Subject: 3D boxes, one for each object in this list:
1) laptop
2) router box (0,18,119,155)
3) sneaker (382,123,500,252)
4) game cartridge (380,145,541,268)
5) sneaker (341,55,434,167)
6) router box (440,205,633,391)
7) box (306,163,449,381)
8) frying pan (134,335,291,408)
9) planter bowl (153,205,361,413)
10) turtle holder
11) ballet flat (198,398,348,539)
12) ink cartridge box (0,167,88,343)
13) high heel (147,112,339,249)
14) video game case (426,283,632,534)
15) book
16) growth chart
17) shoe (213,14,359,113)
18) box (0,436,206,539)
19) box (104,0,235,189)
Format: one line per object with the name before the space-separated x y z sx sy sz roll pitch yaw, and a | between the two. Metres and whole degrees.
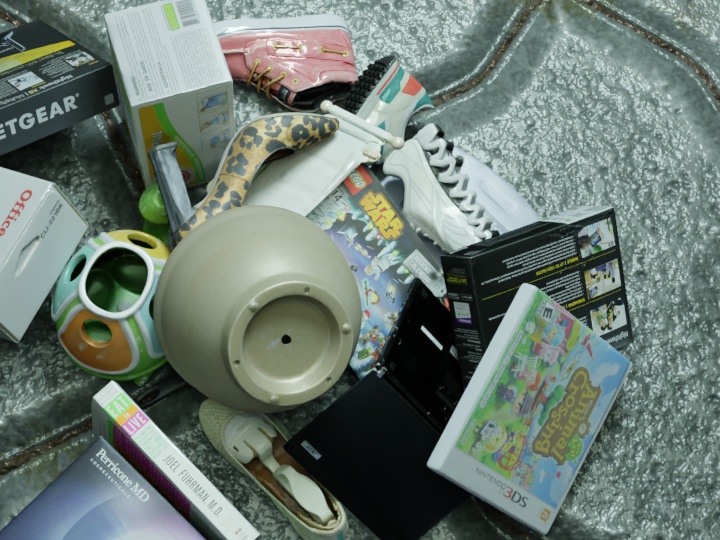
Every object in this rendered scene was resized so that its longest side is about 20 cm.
laptop | 0.048 0.145 1.374 0.177 0.103 0.200 46 45 -22
router box | -0.375 -0.182 1.411 0.200 0.052 0.157 -28 42 -28
sneaker | 0.093 -0.051 1.432 0.081 0.075 0.200 -29 80 10
game cartridge | 0.115 -0.045 1.480 0.133 0.041 0.200 -43 79 -14
sneaker | 0.004 -0.129 1.480 0.093 0.070 0.200 37 85 -24
router box | 0.181 0.030 1.382 0.200 0.051 0.149 -18 104 -33
box | 0.000 0.000 1.414 0.137 0.040 0.200 -36 92 -7
frying pan | -0.130 0.097 1.402 0.115 0.031 0.190 34 79 22
planter bowl | -0.083 0.051 1.287 0.200 0.135 0.200 -6 107 -19
turtle holder | -0.224 0.017 1.374 0.186 0.132 0.141 -40 78 -16
ballet flat | -0.082 0.190 1.362 0.200 0.062 0.067 43 72 10
ink cartridge box | -0.394 -0.030 1.362 0.200 0.084 0.144 16 68 28
high heel | -0.099 -0.076 1.367 0.200 0.071 0.143 -16 80 -14
video game case | 0.171 0.139 1.346 0.182 0.022 0.200 35 79 -38
book | -0.176 0.201 1.312 0.048 0.134 0.200 -42 79 -18
growth chart | -0.070 -0.098 1.401 0.200 0.018 0.145 -42 47 -10
shoe | -0.100 -0.222 1.502 0.200 0.071 0.091 -9 66 -13
box | -0.242 0.298 1.278 0.200 0.123 0.198 42 71 9
box | -0.191 -0.174 1.405 0.101 0.200 0.113 -16 69 -10
